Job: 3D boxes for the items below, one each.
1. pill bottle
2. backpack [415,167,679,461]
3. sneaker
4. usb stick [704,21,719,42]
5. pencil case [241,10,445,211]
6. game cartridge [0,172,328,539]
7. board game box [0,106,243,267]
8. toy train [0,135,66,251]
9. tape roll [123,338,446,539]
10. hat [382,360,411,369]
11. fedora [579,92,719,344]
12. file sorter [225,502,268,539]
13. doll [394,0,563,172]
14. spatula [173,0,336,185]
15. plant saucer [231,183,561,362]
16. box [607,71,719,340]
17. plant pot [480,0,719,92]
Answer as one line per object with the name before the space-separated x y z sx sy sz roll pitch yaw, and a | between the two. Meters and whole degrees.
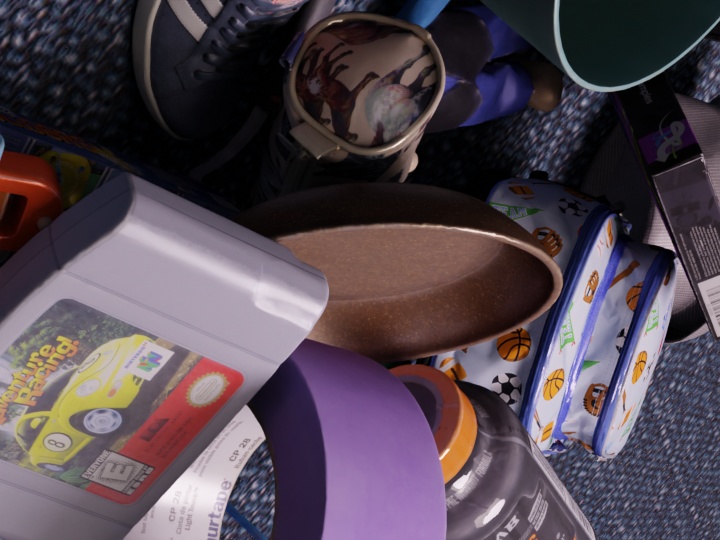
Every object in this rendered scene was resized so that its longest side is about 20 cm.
pill bottle | 0.059 0.132 1.106 0.106 0.106 0.200 -47 139 -9
backpack | 0.110 0.034 1.203 0.190 0.153 0.201 13 90 -69
sneaker | -0.050 -0.138 0.936 0.075 0.084 0.201 -21 138 -42
usb stick | 0.202 -0.168 1.175 0.033 0.200 0.056 29 93 -20
pencil case | -0.017 -0.056 1.016 0.089 0.078 0.200 -32 167 -21
game cartridge | -0.124 0.050 0.887 0.133 0.041 0.200 27 117 -31
board game box | -0.159 0.000 0.960 0.200 0.034 0.136 21 105 -52
toy train | -0.160 0.011 0.901 0.149 0.056 0.201 4 129 -22
tape roll | -0.058 0.128 0.961 0.085 0.200 0.201 17 109 -43
hat | 0.012 0.067 1.147 0.165 0.176 0.200 -37 148 -21
fedora | 0.215 -0.054 1.361 0.090 0.177 0.201 21 85 -25
file sorter | -0.163 0.192 1.097 0.200 0.123 0.139 -5 127 -53
doll | 0.048 -0.120 1.128 0.200 0.048 0.137 -18 127 -48
spatula | -0.063 -0.076 1.046 0.200 0.021 0.056 -56 146 7
plant saucer | 0.000 0.000 0.980 0.199 0.037 0.201 -3 159 -1
box | 0.179 -0.075 1.168 0.036 0.201 0.143 -22 131 9
plant pot | 0.108 -0.217 0.993 0.200 0.161 0.201 -35 146 -28
